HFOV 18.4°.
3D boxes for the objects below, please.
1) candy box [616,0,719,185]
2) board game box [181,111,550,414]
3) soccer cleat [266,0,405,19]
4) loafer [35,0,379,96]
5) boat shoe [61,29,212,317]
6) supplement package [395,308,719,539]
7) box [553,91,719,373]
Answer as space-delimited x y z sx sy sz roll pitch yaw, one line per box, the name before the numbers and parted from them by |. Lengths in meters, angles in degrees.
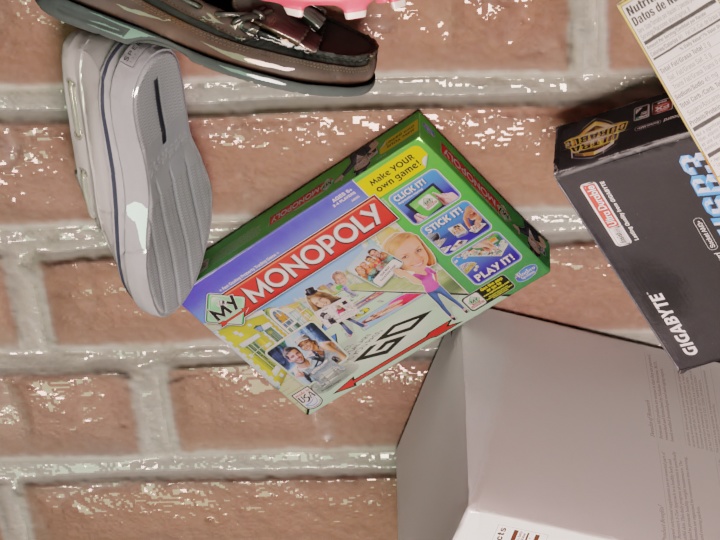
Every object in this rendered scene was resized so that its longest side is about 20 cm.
candy box | 0.220 -0.071 1.178 0.055 0.115 0.201 -31 86 23
board game box | 0.000 0.000 1.393 0.200 0.029 0.135 -32 123 25
soccer cleat | 0.032 -0.185 1.212 0.199 0.067 0.077 -7 107 -3
loafer | -0.081 -0.151 1.243 0.199 0.072 0.063 15 117 -7
boat shoe | -0.136 -0.063 1.325 0.067 0.074 0.201 23 135 25
supplement package | 0.137 0.153 1.414 0.199 0.192 0.147 13 128 -10
box | 0.244 -0.034 1.324 0.198 0.050 0.200 -16 132 23
